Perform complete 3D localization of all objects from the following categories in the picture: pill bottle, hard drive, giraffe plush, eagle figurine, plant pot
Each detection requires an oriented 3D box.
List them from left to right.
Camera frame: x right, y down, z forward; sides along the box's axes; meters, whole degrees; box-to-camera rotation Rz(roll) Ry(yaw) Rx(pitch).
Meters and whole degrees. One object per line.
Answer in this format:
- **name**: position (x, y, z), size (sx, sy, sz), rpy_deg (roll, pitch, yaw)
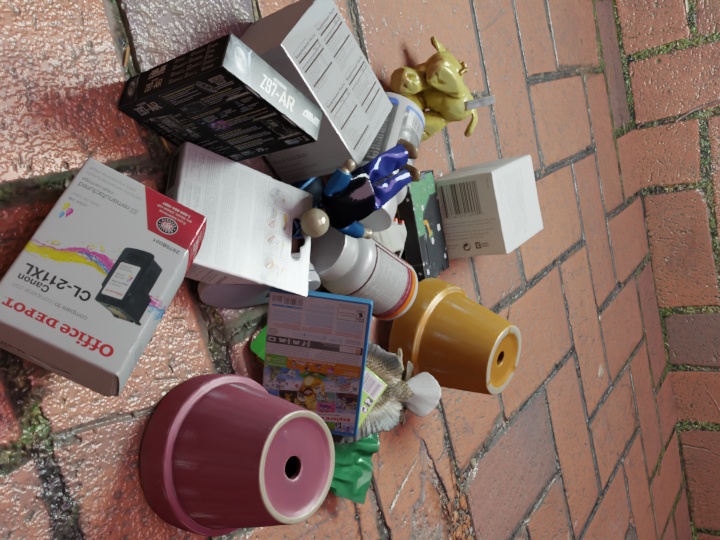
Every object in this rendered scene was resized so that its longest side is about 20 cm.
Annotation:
- **plant pot**: position (-0.137, 0.231, 0.835), size (0.199, 0.177, 0.203), rpy_deg (6, 82, -51)
- **pill bottle**: position (0.000, 0.000, 1.099), size (0.199, 0.109, 0.111), rpy_deg (32, 61, -46)
- **eagle figurine**: position (0.010, 0.192, 1.071), size (0.199, 0.152, 0.152), rpy_deg (19, 111, -43)
- **pill bottle**: position (0.029, -0.172, 1.082), size (0.114, 0.113, 0.202), rpy_deg (41, 57, -42)
- **hard drive**: position (0.119, -0.085, 1.306), size (0.139, 0.037, 0.203), rpy_deg (-31, 113, -60)
- **giraffe plush**: position (0.150, -0.364, 1.313), size (0.174, 0.197, 0.163), rpy_deg (91, -2, -46)
- **plant pot**: position (0.181, 0.133, 1.220), size (0.199, 0.182, 0.203), rpy_deg (-24, 122, -46)

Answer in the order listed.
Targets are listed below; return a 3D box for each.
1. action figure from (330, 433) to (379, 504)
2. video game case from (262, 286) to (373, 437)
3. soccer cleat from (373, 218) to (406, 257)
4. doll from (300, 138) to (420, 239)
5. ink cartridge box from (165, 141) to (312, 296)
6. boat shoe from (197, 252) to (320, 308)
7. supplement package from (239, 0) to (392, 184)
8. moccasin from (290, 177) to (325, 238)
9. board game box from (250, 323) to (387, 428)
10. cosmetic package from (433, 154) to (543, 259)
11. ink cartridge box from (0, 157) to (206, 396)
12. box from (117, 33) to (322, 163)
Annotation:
- **action figure**: position (-0.060, 0.291, 1.034), size (0.199, 0.054, 0.120), rpy_deg (20, 72, -43)
- **video game case**: position (-0.063, 0.128, 0.940), size (0.018, 0.141, 0.203), rpy_deg (-70, 167, -74)
- **soccer cleat**: position (0.021, -0.057, 1.171), size (0.199, 0.069, 0.079), rpy_deg (7, 84, -55)
- **doll**: position (0.001, -0.103, 0.951), size (0.199, 0.048, 0.138), rpy_deg (-34, 135, -26)
- **ink cartridge box**: position (-0.160, -0.057, 0.891), size (0.199, 0.057, 0.165), rpy_deg (22, 59, -37)
- **boat shoe**: position (-0.146, 0.007, 0.952), size (0.199, 0.073, 0.066), rpy_deg (0, 58, -49)
- **supplement package**: position (-0.082, -0.260, 0.984), size (0.201, 0.150, 0.152), rpy_deg (54, 46, -32)
- **moccasin**: position (-0.098, -0.080, 1.002), size (0.200, 0.080, 0.069), rpy_deg (-46, 116, -44)
- **board game box**: position (-0.062, 0.143, 0.993), size (0.200, 0.030, 0.096), rpy_deg (43, 65, -8)
- **cosmetic package**: position (0.258, -0.132, 1.408), size (0.199, 0.163, 0.167), rpy_deg (-27, 107, -49)
- **ink cartridge box**: position (-0.272, 0.007, 0.712), size (0.144, 0.083, 0.202), rpy_deg (26, 59, -9)
- **box**: position (-0.170, -0.195, 0.824), size (0.160, 0.198, 0.044), rpy_deg (31, 62, -45)
